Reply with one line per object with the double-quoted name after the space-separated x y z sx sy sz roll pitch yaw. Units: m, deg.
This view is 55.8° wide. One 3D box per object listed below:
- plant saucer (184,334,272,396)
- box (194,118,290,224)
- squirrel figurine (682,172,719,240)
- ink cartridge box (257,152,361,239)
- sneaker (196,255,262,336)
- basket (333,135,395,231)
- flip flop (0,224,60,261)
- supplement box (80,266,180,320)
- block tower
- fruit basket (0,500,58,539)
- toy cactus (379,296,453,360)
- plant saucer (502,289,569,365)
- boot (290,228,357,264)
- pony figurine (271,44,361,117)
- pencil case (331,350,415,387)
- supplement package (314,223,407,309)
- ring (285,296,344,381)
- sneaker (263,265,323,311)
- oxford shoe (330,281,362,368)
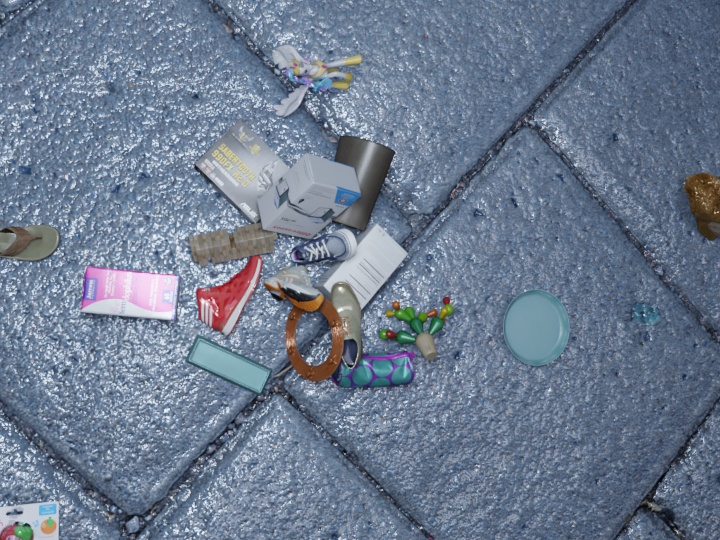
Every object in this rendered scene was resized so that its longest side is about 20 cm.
-0.308 0.224 1.599 0.199 0.019 0.070 27 80 -11 "plant saucer"
-0.271 -0.233 1.624 0.200 0.048 0.159 45 77 -9 "box"
1.026 -0.212 1.942 0.199 0.141 0.188 29 73 -14 "squirrel figurine"
-0.119 -0.165 1.548 0.146 0.200 0.087 9 54 -42 "ink cartridge box"
-0.312 0.040 1.580 0.115 0.078 0.202 26 79 -14 "sneaker"
-0.013 -0.207 1.643 0.135 0.180 0.202 16 91 -24 "basket"
-0.758 -0.066 1.472 0.198 0.058 0.082 5 85 -15 "flip flop"
-0.507 0.053 1.513 0.198 0.103 0.102 6 86 -13 "supplement box"
-0.294 -0.063 1.587 0.198 0.058 0.054 -13 49 -11 "block tower"
-0.730 0.598 1.420 0.183 0.094 0.202 -1 83 -15 "fruit basket"
0.148 0.141 1.668 0.198 0.103 0.166 -14 46 -10 "toy cactus"
0.465 0.151 1.815 0.198 0.027 0.203 1 86 -15 "plant saucer"
-0.087 -0.045 1.579 0.090 0.200 0.073 -21 94 -27 "boot"
-0.122 -0.467 1.626 0.198 0.192 0.168 -10 92 -35 "pony figurine"
0.030 0.237 1.656 0.198 0.085 0.093 1 121 -17 "pencil case"
0.000 0.000 1.650 0.109 0.114 0.200 43 79 -10 "supplement package"
-0.113 0.156 1.574 0.019 0.199 0.203 3 85 -46 "ring"
-0.142 0.028 1.574 0.092 0.199 0.076 -48 128 -22 "sneaker"
-0.028 0.126 1.552 0.070 0.074 0.202 -12 100 3 "oxford shoe"
